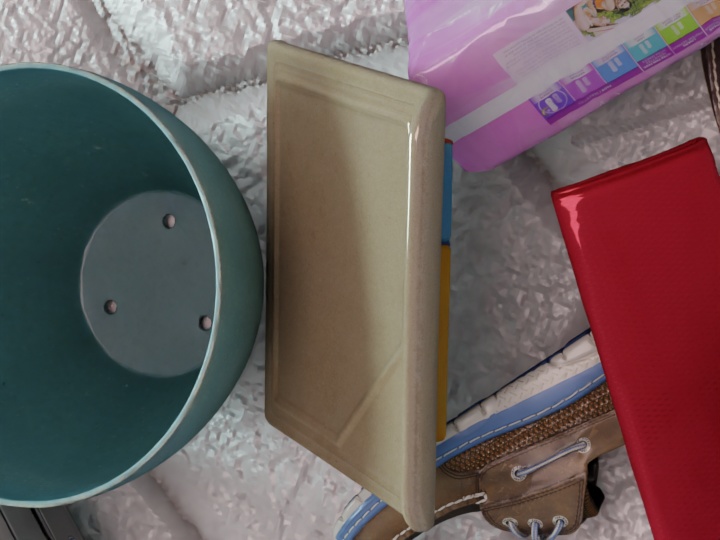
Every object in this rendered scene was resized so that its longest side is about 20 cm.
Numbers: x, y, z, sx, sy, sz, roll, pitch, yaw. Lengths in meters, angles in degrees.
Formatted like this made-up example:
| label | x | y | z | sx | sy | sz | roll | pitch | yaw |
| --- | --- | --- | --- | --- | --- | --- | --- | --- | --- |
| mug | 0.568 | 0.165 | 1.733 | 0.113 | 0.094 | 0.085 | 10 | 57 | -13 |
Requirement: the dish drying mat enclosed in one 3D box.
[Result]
| label | x | y | z | sx | sy | sz | roll | pitch | yaw |
| --- | --- | --- | --- | --- | --- | --- | --- | --- | --- |
| dish drying mat | 0.144 | 0.048 | 0.968 | 0.077 | 0.018 | 0.201 | -21 | 101 | -14 |

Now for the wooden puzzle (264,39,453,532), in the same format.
| label | x | y | z | sx | sy | sz | roll | pitch | yaw |
| --- | --- | --- | --- | --- | --- | --- | --- | --- | --- |
| wooden puzzle | 0.000 | 0.000 | 0.991 | 0.037 | 0.200 | 0.186 | -4 | 104 | -20 |

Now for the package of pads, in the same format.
| label | x | y | z | sx | sy | sz | roll | pitch | yaw |
| --- | --- | --- | --- | --- | --- | --- | --- | --- | --- |
| package of pads | 0.110 | -0.138 | 0.972 | 0.200 | 0.076 | 0.121 | -30 | 35 | 20 |

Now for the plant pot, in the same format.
| label | x | y | z | sx | sy | sz | roll | pitch | yaw |
| --- | --- | --- | --- | --- | --- | --- | --- | --- | --- |
| plant pot | -0.126 | 0.006 | 1.066 | 0.200 | 0.135 | 0.201 | 0 | 90 | 23 |

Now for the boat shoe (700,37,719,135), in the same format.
| label | x | y | z | sx | sy | sz | roll | pitch | yaw |
| --- | --- | --- | --- | --- | --- | --- | --- | --- | --- |
| boat shoe | 0.194 | -0.035 | 0.961 | 0.072 | 0.072 | 0.201 | -20 | 82 | 22 |

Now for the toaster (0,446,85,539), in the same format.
| label | x | y | z | sx | sy | sz | roll | pitch | yaw |
| --- | --- | --- | --- | --- | --- | --- | --- | --- | --- |
| toaster | -0.227 | 0.160 | 1.125 | 0.200 | 0.114 | 0.129 | -31 | 74 | 23 |

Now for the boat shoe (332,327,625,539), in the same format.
| label | x | y | z | sx | sy | sz | roll | pitch | yaw |
| --- | --- | --- | --- | --- | --- | --- | --- | --- | --- |
| boat shoe | 0.079 | 0.085 | 1.007 | 0.200 | 0.072 | 0.072 | -35 | 84 | 15 |
